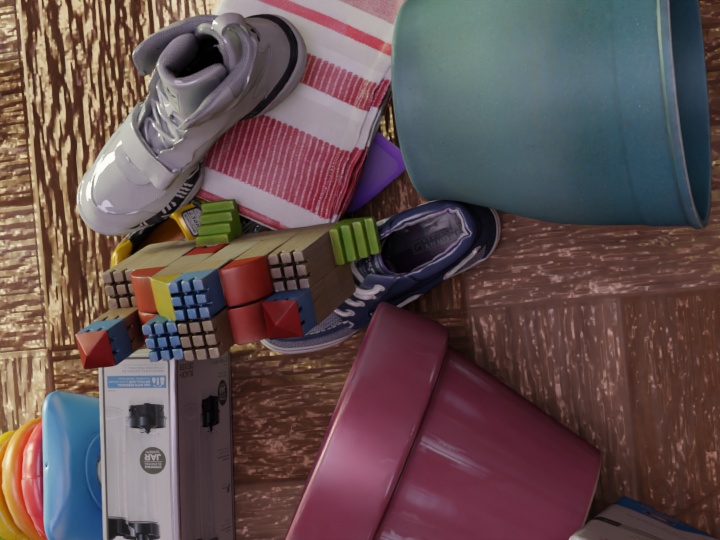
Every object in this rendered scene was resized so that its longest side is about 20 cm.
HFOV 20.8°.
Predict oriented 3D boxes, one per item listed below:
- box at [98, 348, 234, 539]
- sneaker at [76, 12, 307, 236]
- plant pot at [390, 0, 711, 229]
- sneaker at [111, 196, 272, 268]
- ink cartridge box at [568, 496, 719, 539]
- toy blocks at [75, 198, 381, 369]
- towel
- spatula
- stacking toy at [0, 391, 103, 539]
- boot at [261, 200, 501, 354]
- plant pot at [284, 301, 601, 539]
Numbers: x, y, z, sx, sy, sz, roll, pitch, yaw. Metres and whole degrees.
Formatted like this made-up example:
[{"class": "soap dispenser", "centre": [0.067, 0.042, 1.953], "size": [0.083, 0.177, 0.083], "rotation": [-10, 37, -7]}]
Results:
[{"class": "box", "centre": [-0.137, 0.157, 1.406], "size": [0.060, 0.117, 0.202], "rotation": [-2, 91, 17]}, {"class": "sneaker", "centre": [-0.131, -0.102, 1.308], "size": [0.200, 0.115, 0.075], "rotation": [-42, 76, 12]}, {"class": "plant pot", "centre": [0.123, -0.119, 1.275], "size": [0.186, 0.200, 0.202], "rotation": [-5, 89, 15]}, {"class": "sneaker", "centre": [-0.093, -0.036, 1.407], "size": [0.199, 0.082, 0.078], "rotation": [-36, 80, 13]}, {"class": "ink cartridge box", "centre": [0.201, 0.222, 1.259], "size": [0.144, 0.200, 0.085], "rotation": [24, 97, 16]}, {"class": "toy blocks", "centre": [-0.098, 0.018, 1.297], "size": [0.198, 0.137, 0.101], "rotation": [-6, 104, 22]}, {"class": "towel", "centre": [-0.049, -0.132, 1.354], "size": [0.143, 0.023, 0.202], "rotation": [23, 93, 15]}, {"class": "spatula", "centre": [-0.050, -0.022, 1.382], "size": [0.056, 0.021, 0.200], "rotation": [38, 98, -24]}, {"class": "stacking toy", "centre": [-0.266, 0.166, 1.463], "size": [0.199, 0.110, 0.117], "rotation": [-13, 72, 28]}, {"class": "boot", "centre": [0.000, 0.000, 1.375], "size": [0.199, 0.090, 0.073], "rotation": [-29, 83, 15]}, {"class": "plant pot", "centre": [0.057, 0.146, 1.319], "size": [0.178, 0.200, 0.201], "rotation": [23, 98, 0]}]
